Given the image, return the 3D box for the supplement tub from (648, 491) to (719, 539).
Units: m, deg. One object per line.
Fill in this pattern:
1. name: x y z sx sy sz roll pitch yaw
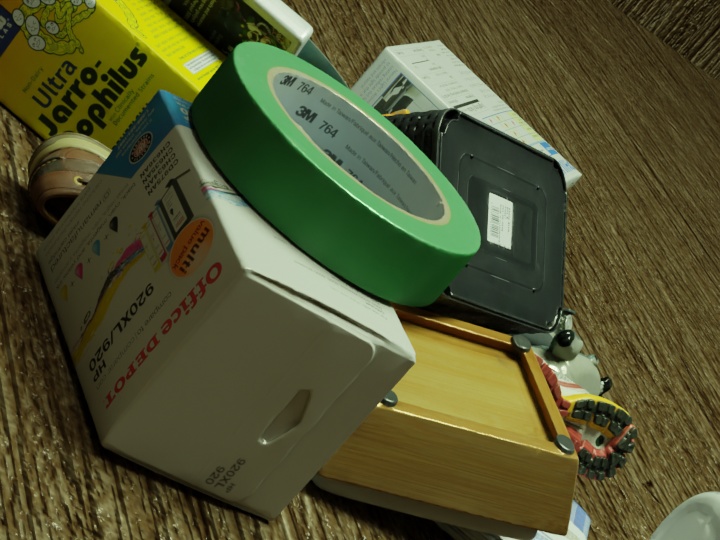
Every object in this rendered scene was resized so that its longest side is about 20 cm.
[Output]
1. supplement tub: 0.312 0.266 1.542 0.199 0.123 0.123 35 19 -17

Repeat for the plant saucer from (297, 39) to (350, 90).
1. plant saucer: -0.083 -0.184 1.631 0.200 0.027 0.200 42 -6 6

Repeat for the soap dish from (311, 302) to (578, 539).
1. soap dish: 0.049 0.095 1.407 0.199 0.081 0.158 17 32 -26

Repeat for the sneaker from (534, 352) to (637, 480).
1. sneaker: 0.120 0.101 1.576 0.199 0.078 0.082 33 -2 -34

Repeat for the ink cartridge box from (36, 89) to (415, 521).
1. ink cartridge box: -0.087 0.020 1.263 0.144 0.147 0.200 27 21 -36

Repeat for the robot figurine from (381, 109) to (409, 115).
1. robot figurine: 0.014 -0.081 1.660 0.200 0.144 0.059 97 -22 -81

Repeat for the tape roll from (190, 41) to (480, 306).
1. tape roll: -0.014 -0.062 1.290 0.200 0.048 0.201 37 17 -14

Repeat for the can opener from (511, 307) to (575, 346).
1. can opener: 0.146 0.049 1.816 0.066 0.053 0.200 7 -6 22

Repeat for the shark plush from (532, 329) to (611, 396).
1. shark plush: 0.168 0.084 1.773 0.083 0.092 0.200 14 10 31

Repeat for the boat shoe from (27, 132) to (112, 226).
1. boat shoe: -0.138 -0.019 1.389 0.199 0.072 0.068 28 26 -19

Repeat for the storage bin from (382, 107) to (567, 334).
1. storage bin: 0.068 -0.031 1.510 0.200 0.093 0.136 19 71 -56

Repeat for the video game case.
1. video game case: -0.146 -0.185 1.579 0.182 0.200 0.023 41 51 -1

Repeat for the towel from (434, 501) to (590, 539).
1. towel: 0.111 0.176 1.506 0.147 0.024 0.200 41 18 -1

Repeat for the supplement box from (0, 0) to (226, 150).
1. supplement box: -0.179 -0.140 1.513 0.200 0.109 0.110 40 18 -1

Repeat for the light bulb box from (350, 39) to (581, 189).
1. light bulb box: 0.083 -0.106 1.939 0.200 0.125 0.198 44 18 7
